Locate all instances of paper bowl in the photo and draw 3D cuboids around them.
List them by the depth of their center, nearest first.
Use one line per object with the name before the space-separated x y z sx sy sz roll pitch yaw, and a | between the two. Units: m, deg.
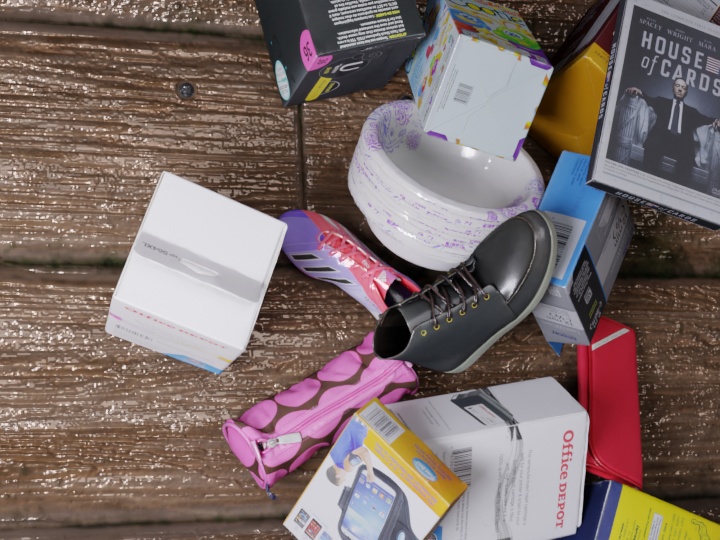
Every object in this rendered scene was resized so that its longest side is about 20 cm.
paper bowl | 0.083 -0.079 1.202 0.197 0.105 0.202 15 35 -10

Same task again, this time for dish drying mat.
dish drying mat | 0.264 0.132 1.235 0.076 0.018 0.202 24 46 -16

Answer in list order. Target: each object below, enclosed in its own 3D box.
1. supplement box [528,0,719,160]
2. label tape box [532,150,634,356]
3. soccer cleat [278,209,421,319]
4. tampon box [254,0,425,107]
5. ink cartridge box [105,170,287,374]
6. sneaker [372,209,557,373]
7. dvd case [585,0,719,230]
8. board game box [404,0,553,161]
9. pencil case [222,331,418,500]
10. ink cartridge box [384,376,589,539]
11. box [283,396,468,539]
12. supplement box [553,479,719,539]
supplement box | 0.299 -0.226 1.274 0.132 0.197 0.201 39 72 -5
label tape box | 0.231 -0.007 1.211 0.065 0.200 0.145 14 69 30
soccer cleat | 0.000 0.000 1.203 0.199 0.076 0.067 39 71 -5
tampon box | -0.036 -0.299 1.219 0.124 0.150 0.203 -14 82 -19
ink cartridge box | -0.155 0.006 1.092 0.127 0.200 0.127 22 73 -10
sneaker | 0.099 0.024 1.095 0.105 0.201 0.075 5 40 -42
dvd case | 0.306 -0.157 1.145 0.148 0.025 0.203 17 76 -13
board game box | 0.118 -0.210 1.209 0.101 0.201 0.106 16 116 -12
pencil case | -0.034 0.136 1.154 0.198 0.094 0.091 -32 78 -21
ink cartridge box | 0.118 0.200 1.158 0.196 0.084 0.147 -7 115 -17
box | 0.005 0.228 1.093 0.119 0.201 0.041 41 36 15
supplement box | 0.306 0.304 1.207 0.197 0.109 0.111 23 73 -10
